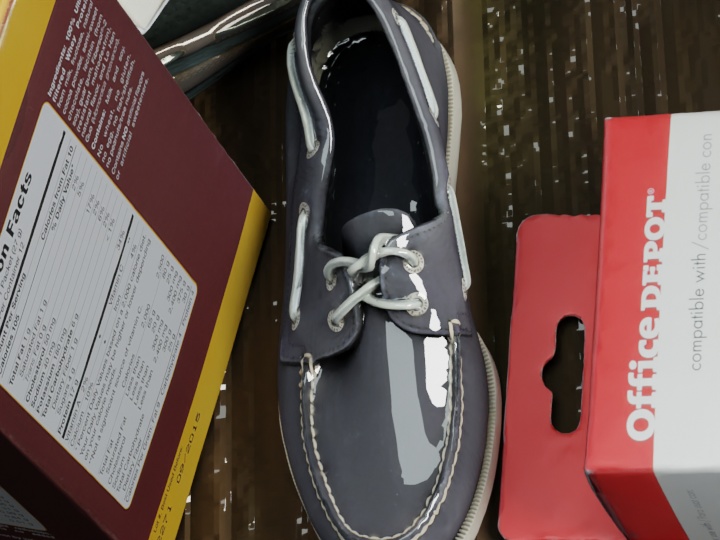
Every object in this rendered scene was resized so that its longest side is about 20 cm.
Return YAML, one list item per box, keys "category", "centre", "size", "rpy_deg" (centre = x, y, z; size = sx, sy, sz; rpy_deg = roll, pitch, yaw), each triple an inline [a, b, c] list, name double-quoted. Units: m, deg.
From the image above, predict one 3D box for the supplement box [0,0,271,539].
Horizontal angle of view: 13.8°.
- category: "supplement box"
  centre: [-0.163, -0.014, 0.903]
  size: [0.196, 0.200, 0.133]
  rpy_deg: [8, 68, 21]

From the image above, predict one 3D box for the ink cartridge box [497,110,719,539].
- category: "ink cartridge box"
  centre: [0.132, 0.017, 0.870]
  size: [0.199, 0.067, 0.117]
  rpy_deg: [-3, 65, 17]

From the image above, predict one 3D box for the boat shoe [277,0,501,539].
- category: "boat shoe"
  centre: [0.000, 0.000, 0.923]
  size: [0.072, 0.063, 0.201]
  rpy_deg: [-9, 63, 15]

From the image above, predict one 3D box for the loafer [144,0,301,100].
- category: "loafer"
  centre: [-0.028, -0.113, 0.977]
  size: [0.200, 0.063, 0.072]
  rpy_deg: [-40, 88, 0]

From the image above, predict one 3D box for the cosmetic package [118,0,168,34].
- category: "cosmetic package"
  centre: [-0.146, -0.124, 0.957]
  size: [0.199, 0.103, 0.087]
  rpy_deg: [-5, 43, 42]
